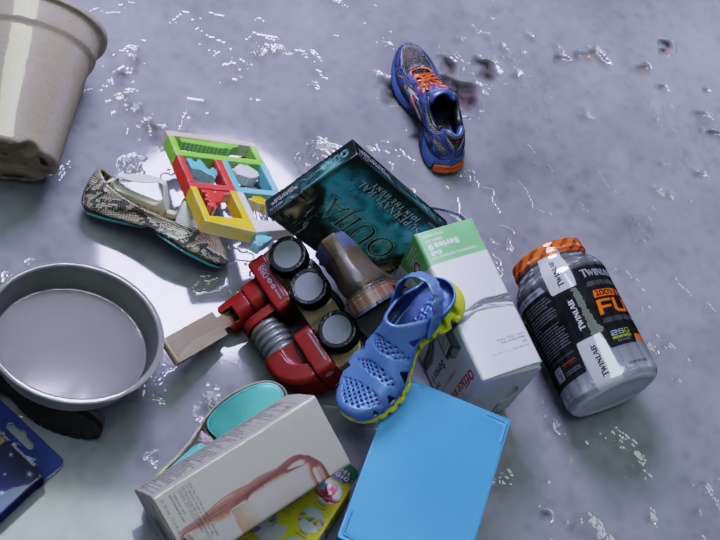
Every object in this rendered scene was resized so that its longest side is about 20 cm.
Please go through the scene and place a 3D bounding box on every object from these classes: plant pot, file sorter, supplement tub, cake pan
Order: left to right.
[{"bbox_3d":[-0.421,-0.217,1.448,0.199,0.201,0.185,7,72,-9],"label":"plant pot"},{"bbox_3d":[-0.320,0.076,1.323,0.199,0.037,0.201,13,45,-13],"label":"cake pan"},{"bbox_3d":[0.061,0.248,1.322,0.138,0.123,0.201,22,60,0],"label":"file sorter"},{"bbox_3d":[0.272,0.068,1.467,0.122,0.123,0.201,-15,67,-20],"label":"supplement tub"}]

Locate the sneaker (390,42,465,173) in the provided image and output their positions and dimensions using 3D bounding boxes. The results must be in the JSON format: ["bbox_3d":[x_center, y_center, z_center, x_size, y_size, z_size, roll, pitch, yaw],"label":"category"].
[{"bbox_3d":[0.101,-0.234,1.620,0.075,0.079,0.201,-15,66,-20],"label":"sneaker"}]

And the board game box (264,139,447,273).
[{"bbox_3d":[-0.001,-0.062,1.416,0.200,0.135,0.028,36,29,-43],"label":"board game box"}]

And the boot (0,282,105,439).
[{"bbox_3d":[-0.357,0.097,1.350,0.199,0.070,0.132,31,51,-3],"label":"boot"}]

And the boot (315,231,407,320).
[{"bbox_3d":[0.000,0.000,1.401,0.074,0.200,0.097,-32,88,2],"label":"boot"}]

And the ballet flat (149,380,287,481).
[{"bbox_3d":[-0.162,0.201,1.329,0.200,0.070,0.069,-40,76,-21],"label":"ballet flat"}]

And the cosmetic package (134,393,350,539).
[{"bbox_3d":[-0.124,0.218,1.247,0.199,0.103,0.088,-31,95,-20],"label":"cosmetic package"}]

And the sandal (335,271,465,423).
[{"bbox_3d":[0.037,0.075,1.296,0.079,0.087,0.201,26,71,25],"label":"sandal"}]

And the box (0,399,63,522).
[{"bbox_3d":[-0.432,0.232,1.276,0.121,0.032,0.200,40,60,10],"label":"box"}]

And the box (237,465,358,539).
[{"bbox_3d":[-0.096,0.278,1.311,0.117,0.048,0.200,29,62,12],"label":"box"}]

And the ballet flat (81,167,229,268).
[{"bbox_3d":[-0.245,-0.073,1.454,0.199,0.076,0.068,23,14,3],"label":"ballet flat"}]

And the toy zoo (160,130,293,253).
[{"bbox_3d":[-0.159,-0.096,1.466,0.131,0.021,0.201,4,42,-35],"label":"toy zoo"}]

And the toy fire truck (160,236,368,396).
[{"bbox_3d":[-0.113,0.078,1.394,0.199,0.129,0.176,-35,67,-1],"label":"toy fire truck"}]

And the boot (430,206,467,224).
[{"bbox_3d":[0.056,-0.058,1.507,0.199,0.090,0.073,-9,64,-17],"label":"boot"}]

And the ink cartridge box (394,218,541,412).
[{"bbox_3d":[0.122,0.064,1.422,0.084,0.146,0.201,-15,66,-20],"label":"ink cartridge box"}]
